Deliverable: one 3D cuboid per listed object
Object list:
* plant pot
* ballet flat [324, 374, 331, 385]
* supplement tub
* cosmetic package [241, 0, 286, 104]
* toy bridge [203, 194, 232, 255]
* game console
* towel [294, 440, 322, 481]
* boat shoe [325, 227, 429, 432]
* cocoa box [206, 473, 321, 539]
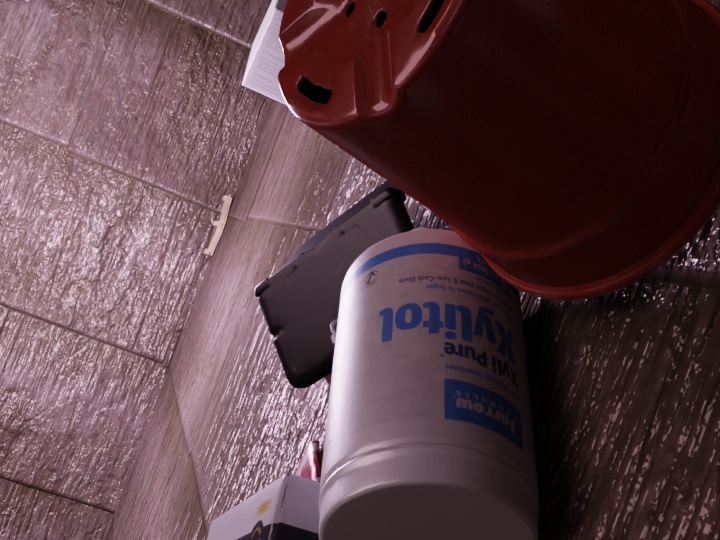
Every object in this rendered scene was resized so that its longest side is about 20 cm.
[{"bbox_3d":[0.072,-0.108,0.472,0.199,0.194,0.204,-24,56,41],"label":"plant pot"},{"bbox_3d":[-0.014,0.040,0.970,0.073,0.067,0.203,105,172,-58],"label":"ballet flat"},{"bbox_3d":[0.044,0.084,0.559,0.132,0.130,0.202,-55,21,40],"label":"supplement tub"},{"bbox_3d":[-0.132,-0.478,1.849,0.201,0.165,0.168,-55,20,39],"label":"cosmetic package"},{"bbox_3d":[-0.444,-0.145,2.752,0.067,0.027,0.203,6,77,68],"label":"toy bridge"},{"bbox_3d":[0.000,0.000,0.892,0.199,0.116,0.178,-35,68,31],"label":"game console"},{"bbox_3d":[-0.071,0.286,0.897,0.145,0.022,0.201,-63,16,19],"label":"towel"},{"bbox_3d":[0.013,0.056,0.744,0.074,0.086,0.205,21,92,41],"label":"boat shoe"},{"bbox_3d":[-0.042,0.248,0.634,0.200,0.132,0.133,135,152,-56],"label":"cocoa box"}]
